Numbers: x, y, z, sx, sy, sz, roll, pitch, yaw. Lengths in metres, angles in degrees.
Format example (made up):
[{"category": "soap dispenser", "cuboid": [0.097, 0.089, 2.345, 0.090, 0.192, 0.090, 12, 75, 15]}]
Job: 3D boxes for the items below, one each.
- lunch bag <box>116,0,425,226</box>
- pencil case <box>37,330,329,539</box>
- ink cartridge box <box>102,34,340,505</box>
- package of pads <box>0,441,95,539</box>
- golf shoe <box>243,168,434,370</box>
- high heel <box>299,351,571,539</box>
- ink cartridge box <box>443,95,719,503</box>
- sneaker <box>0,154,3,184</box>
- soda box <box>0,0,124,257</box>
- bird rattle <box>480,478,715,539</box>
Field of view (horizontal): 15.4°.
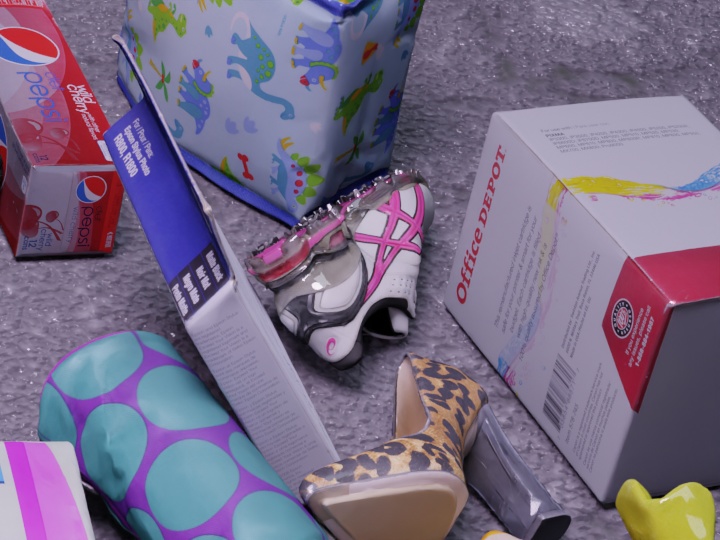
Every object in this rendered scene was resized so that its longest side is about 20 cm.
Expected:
[{"category": "lunch bag", "cuboid": [-0.068, -0.152, 1.678, 0.200, 0.170, 0.127, 29, 36, 24]}, {"category": "pencil case", "cuboid": [-0.085, 0.122, 1.347, 0.092, 0.085, 0.200, -38, 52, -8]}, {"category": "ink cartridge box", "cuboid": [-0.085, 0.000, 1.424, 0.041, 0.200, 0.200, -27, 36, -2]}, {"category": "package of pads", "cuboid": [-0.201, 0.161, 1.262, 0.154, 0.068, 0.200, 1, 35, -19]}, {"category": "golf shoe", "cuboid": [0.000, 0.000, 1.588, 0.092, 0.073, 0.200, 60, 29, -4]}, {"category": "high heel", "cuboid": [0.010, 0.091, 1.419, 0.200, 0.071, 0.143, 10, 32, -48]}, {"category": "ink cartridge box", "cuboid": [0.165, 0.011, 1.546, 0.144, 0.146, 0.200, -7, 39, -29]}, {"category": "sneaker", "cuboid": [-0.309, -0.049, 1.527, 0.115, 0.076, 0.200, 31, 37, 29]}, {"category": "soda box", "cuboid": [-0.203, -0.092, 1.630, 0.063, 0.070, 0.200, -2, 37, -24]}, {"category": "bird rattle", "cuboid": [0.103, 0.198, 1.329, 0.163, 0.113, 0.200, 15, 45, 23]}]
